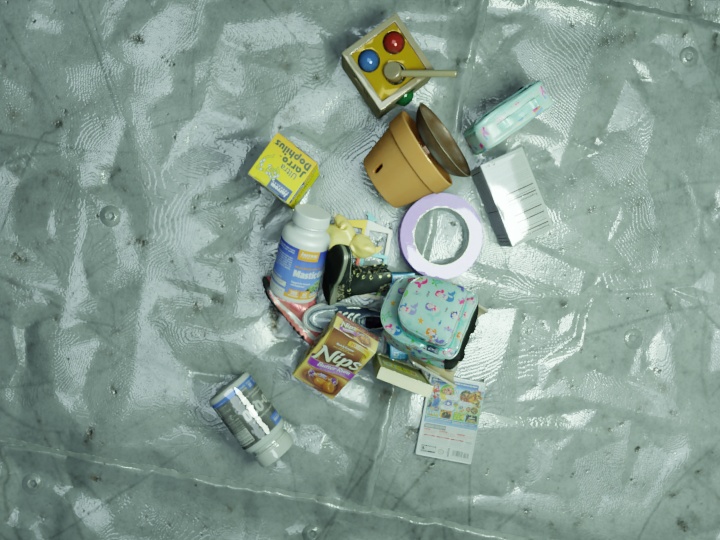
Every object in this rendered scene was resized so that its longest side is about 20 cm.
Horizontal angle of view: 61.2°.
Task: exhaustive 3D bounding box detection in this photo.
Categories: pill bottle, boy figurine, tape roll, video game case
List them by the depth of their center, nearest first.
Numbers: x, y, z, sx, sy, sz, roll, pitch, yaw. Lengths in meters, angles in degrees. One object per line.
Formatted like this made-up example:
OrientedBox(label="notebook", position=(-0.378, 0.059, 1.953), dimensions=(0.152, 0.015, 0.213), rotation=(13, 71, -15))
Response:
OrientedBox(label="pill bottle", position=(-0.129, -0.039, 1.352), dimensions=(0.110, 0.112, 0.203), rotation=(16, 115, -3))
OrientedBox(label="pill bottle", position=(-0.252, 0.349, 1.421), dimensions=(0.113, 0.114, 0.201), rotation=(-36, 93, -1))
OrientedBox(label="boy figurine", position=(-0.057, -0.074, 1.422), dimensions=(0.197, 0.064, 0.127), rotation=(9, 91, 10))
OrientedBox(label="tape roll", position=(0.189, -0.081, 1.452), dimensions=(0.196, 0.066, 0.204), rotation=(0, 91, -2))
OrientedBox(label="video game case", position=(0.220, 0.361, 1.489), dimensions=(0.141, 0.018, 0.204), rotation=(11, 91, -2))

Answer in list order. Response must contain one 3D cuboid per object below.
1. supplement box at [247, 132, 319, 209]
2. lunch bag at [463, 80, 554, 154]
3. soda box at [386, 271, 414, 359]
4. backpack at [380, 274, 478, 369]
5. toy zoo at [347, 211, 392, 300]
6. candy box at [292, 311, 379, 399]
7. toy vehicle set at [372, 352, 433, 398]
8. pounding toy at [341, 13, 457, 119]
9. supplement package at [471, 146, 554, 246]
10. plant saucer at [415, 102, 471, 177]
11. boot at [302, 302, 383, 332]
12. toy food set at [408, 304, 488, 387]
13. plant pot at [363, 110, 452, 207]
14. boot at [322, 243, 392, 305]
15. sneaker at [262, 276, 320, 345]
OrientedBox(label="supplement box", position=(-0.166, -0.217, 1.365), dimensions=(0.108, 0.200, 0.110), rotation=(36, 90, -3))
OrientedBox(label="lunch bag", position=(0.341, -0.354, 1.402), dimensions=(0.199, 0.160, 0.078), rotation=(-36, 93, 0))
OrientedBox(label="soda box", position=(0.096, 0.106, 1.451), dimensions=(0.063, 0.068, 0.204), rotation=(0, 92, -4))
OrientedBox(label="backpack", position=(0.142, 0.101, 1.329), dimensions=(0.197, 0.151, 0.179), rotation=(18, 66, 22))
OrientedBox(label="toy zoo", position=(0.002, -0.040, 1.467), dimensions=(0.129, 0.020, 0.204), rotation=(10, 91, -3))
OrientedBox(label="candy box", position=(-0.059, 0.199, 1.398), dimensions=(0.116, 0.057, 0.201), rotation=(32, 124, -9))
OrientedBox(label="toy vehicle set", position=(0.092, 0.235, 1.389), dimensions=(0.123, 0.200, 0.027), rotation=(22, 91, -2))
OrientedBox(label="pounding toy", position=(0.085, -0.461, 1.397), dimensions=(0.183, 0.142, 0.201), rotation=(-36, 92, 0))
OrientedBox(label="supplement package", position=(0.354, -0.169, 1.432), dimensions=(0.108, 0.114, 0.203), rotation=(-23, 94, -1))
OrientedBox(label="plant saucer", position=(0.183, -0.290, 1.392), dimensions=(0.036, 0.200, 0.202), rotation=(-33, 93, 23))
OrientedBox(label="boot", position=(-0.030, 0.111, 1.407), dimensions=(0.197, 0.090, 0.074), rotation=(-1, 90, -21))
OrientedBox(label="toy food set", position=(0.210, 0.154, 1.427), dimensions=(0.142, 0.060, 0.202), rotation=(30, 78, -23))
OrientedBox(label="plant pot", position=(0.100, -0.239, 1.390), dimensions=(0.139, 0.200, 0.201), rotation=(-34, 93, 19))
OrientedBox(label="boot", position=(-0.001, -0.001, 1.359), dimensions=(0.151, 0.205, 0.074), rotation=(-10, 60, -19))
OrientedBox(label="sneaker", position=(-0.153, 0.080, 1.449), dimensions=(0.087, 0.074, 0.201), rotation=(-41, 100, -11))
